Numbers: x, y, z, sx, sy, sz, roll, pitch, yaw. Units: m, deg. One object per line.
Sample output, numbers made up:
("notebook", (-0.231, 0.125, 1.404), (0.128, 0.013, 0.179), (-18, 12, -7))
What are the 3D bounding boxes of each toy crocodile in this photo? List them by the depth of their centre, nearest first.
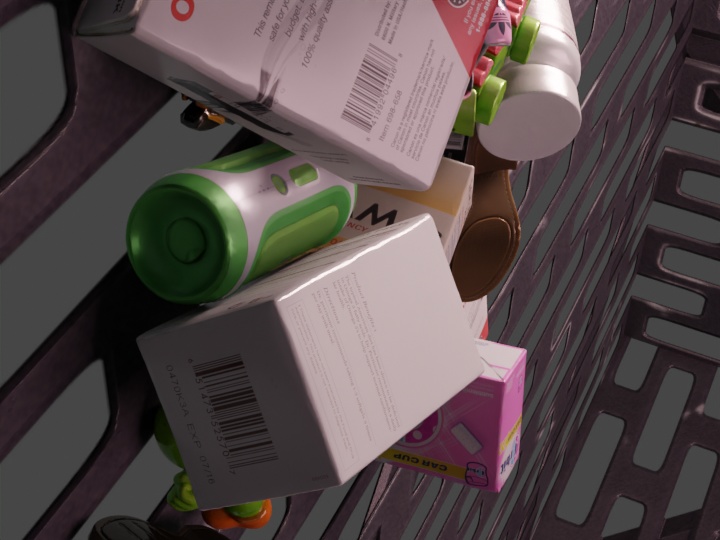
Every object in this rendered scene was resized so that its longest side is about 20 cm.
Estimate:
("toy crocodile", (0.099, -0.179, 1.058), (0.062, 0.067, 0.201), (104, 13, -53))

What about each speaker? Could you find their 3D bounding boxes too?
("speaker", (-0.072, -0.038, 0.868), (0.200, 0.088, 0.089), (-32, 137, -64))

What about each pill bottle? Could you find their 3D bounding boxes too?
("pill bottle", (0.138, -0.204, 1.181), (0.110, 0.108, 0.201), (81, 4, -56))

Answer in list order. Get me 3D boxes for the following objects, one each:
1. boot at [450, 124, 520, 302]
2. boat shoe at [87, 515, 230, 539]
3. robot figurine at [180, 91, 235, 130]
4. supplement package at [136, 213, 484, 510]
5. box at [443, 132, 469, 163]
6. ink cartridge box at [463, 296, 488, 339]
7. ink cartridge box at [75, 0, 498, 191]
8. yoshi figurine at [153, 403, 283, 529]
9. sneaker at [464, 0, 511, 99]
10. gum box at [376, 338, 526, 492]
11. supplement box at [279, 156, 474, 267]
("boot", (0.103, -0.086, 1.310), (0.156, 0.076, 0.202), (-111, -161, -60))
("boat shoe", (-0.141, 0.223, 0.939), (0.068, 0.072, 0.200), (-56, 154, -1))
("robot figurine", (-0.052, -0.173, 0.822), (0.200, 0.058, 0.146), (-52, 154, -38))
("supplement package", (-0.025, 0.054, 0.846), (0.200, 0.117, 0.118), (-28, 99, -56))
("box", (0.065, -0.072, 1.254), (0.110, 0.034, 0.202), (-103, -161, -61))
("ink cartridge box", (0.075, 0.067, 1.425), (0.201, 0.082, 0.148), (79, 33, -58))
("ink cartridge box", (-0.033, -0.149, 0.715), (0.199, 0.083, 0.145), (26, 81, -34))
("yoshi figurine", (-0.102, 0.127, 0.974), (0.111, 0.113, 0.200), (-28, 162, -14))
("sneaker", (0.040, -0.143, 0.951), (0.070, 0.083, 0.200), (-9, 157, -30))
("gum box", (0.045, 0.115, 1.202), (0.066, 0.198, 0.115), (-42, 139, -56))
("supplement box", (0.000, 0.000, 1.030), (0.074, 0.125, 0.201), (84, 25, -69))
